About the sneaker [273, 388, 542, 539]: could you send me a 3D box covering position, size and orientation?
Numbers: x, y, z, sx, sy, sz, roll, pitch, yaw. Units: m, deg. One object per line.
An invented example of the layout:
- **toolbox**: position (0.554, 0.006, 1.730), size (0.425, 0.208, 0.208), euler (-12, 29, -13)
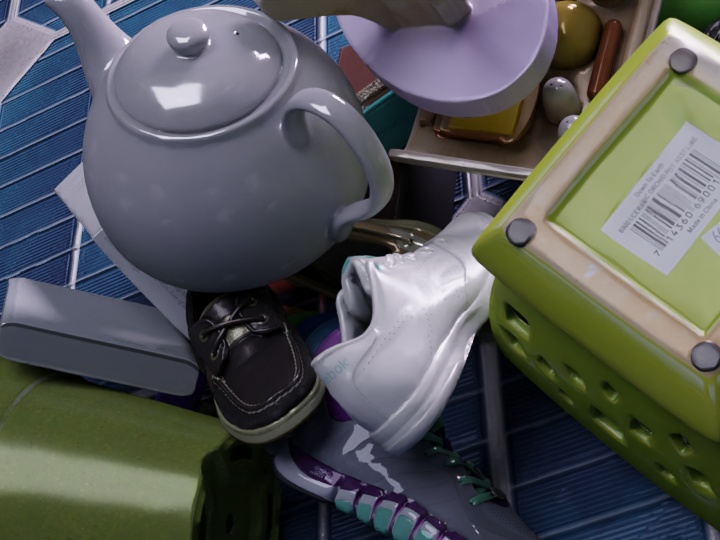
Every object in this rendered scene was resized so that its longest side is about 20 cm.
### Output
- **sneaker**: position (0.042, 0.119, 0.984), size (0.199, 0.074, 0.088), euler (22, 88, 25)

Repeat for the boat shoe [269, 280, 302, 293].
- **boat shoe**: position (-0.047, -0.073, 1.262), size (0.062, 0.072, 0.201), euler (-22, 46, 23)

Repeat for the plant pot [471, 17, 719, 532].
- **plant pot**: position (0.185, -0.003, 0.899), size (0.199, 0.182, 0.200), euler (39, 84, 28)

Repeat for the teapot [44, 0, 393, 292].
- **teapot**: position (-0.087, -0.093, 1.036), size (0.198, 0.147, 0.199), euler (-10, 49, 1)

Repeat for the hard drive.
- **hard drive**: position (-0.185, 0.043, 1.168), size (0.200, 0.131, 0.027), euler (-144, 67, -77)

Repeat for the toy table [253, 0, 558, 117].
- **toy table**: position (0.031, -0.197, 1.035), size (0.184, 0.117, 0.200), euler (-49, 51, -3)

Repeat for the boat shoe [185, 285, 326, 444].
- **boat shoe**: position (-0.077, 0.044, 1.052), size (0.073, 0.065, 0.200), euler (-34, 25, -5)

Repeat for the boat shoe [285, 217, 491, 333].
- **boat shoe**: position (0.000, -0.002, 1.109), size (0.199, 0.074, 0.063), euler (26, 37, 10)

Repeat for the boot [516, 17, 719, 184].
- **boot**: position (0.187, -0.104, 1.101), size (0.210, 0.079, 0.159), euler (28, 81, 36)

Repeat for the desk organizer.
- **desk organizer**: position (0.021, -0.084, 1.220), size (0.076, 0.072, 0.201), euler (-16, 47, 29)

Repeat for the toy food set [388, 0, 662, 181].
- **toy food set**: position (0.108, -0.147, 1.064), size (0.142, 0.060, 0.202), euler (9, 68, 20)

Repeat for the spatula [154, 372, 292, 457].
- **spatula**: position (-0.085, 0.108, 1.168), size (0.199, 0.021, 0.057), euler (17, 79, 42)

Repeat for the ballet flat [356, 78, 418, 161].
- **ballet flat**: position (0.060, -0.139, 1.153), size (0.199, 0.068, 0.075), euler (-31, 26, -2)

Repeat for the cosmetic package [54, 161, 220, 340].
- **cosmetic package**: position (-0.150, -0.032, 1.231), size (0.081, 0.113, 0.200), euler (-44, 19, -3)

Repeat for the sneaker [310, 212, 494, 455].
- **sneaker**: position (0.029, 0.013, 0.991), size (0.075, 0.088, 0.201), euler (-46, 10, 38)

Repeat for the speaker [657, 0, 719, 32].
- **speaker**: position (0.207, -0.191, 1.159), size (0.198, 0.089, 0.089), euler (-10, 49, 31)

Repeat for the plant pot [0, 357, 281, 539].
- **plant pot**: position (-0.159, 0.155, 1.081), size (0.188, 0.201, 0.201), euler (3, 56, 25)

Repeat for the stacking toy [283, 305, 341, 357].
- **stacking toy**: position (-0.041, 0.055, 1.143), size (0.199, 0.085, 0.086), euler (21, 69, 50)
